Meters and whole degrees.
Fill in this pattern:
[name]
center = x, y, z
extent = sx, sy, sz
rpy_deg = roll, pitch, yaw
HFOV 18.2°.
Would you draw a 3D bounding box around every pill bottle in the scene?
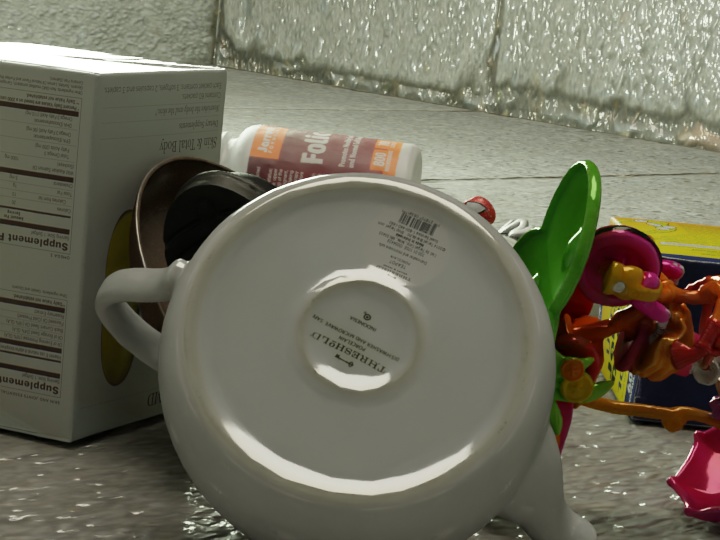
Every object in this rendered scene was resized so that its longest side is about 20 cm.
[pill bottle]
center = -0.052, -0.064, 1.928
extent = 0.198, 0.115, 0.114
rpy_deg = 7, 9, 6

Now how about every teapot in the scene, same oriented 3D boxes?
[teapot]
center = -0.006, 0.060, 1.067
extent = 0.196, 0.201, 0.146
rpy_deg = -17, -24, -11

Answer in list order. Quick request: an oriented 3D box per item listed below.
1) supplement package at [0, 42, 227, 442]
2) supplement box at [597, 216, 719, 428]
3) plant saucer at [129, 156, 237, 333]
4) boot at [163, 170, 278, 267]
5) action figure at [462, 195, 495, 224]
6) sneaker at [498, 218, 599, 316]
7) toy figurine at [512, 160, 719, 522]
[supplement package]
center = -0.181, -0.023, 1.289
extent = 0.150, 0.202, 0.152
rpy_deg = 9, 9, 24
[supplement box]
center = 0.227, 0.033, 1.520
extent = 0.109, 0.110, 0.200
rpy_deg = 6, 8, -2
[plant saucer]
center = -0.060, 0.029, 1.238
extent = 0.032, 0.201, 0.200
rpy_deg = -36, -10, 24
[boot]
center = -0.018, -0.001, 1.216
extent = 0.079, 0.212, 0.158
rpy_deg = -22, 29, 27
[action figure]
center = 0.000, 0.000, 1.493
extent = 0.199, 0.052, 0.065
rpy_deg = -23, 10, -9
[sneaker]
center = 0.141, 0.012, 1.765
extent = 0.081, 0.076, 0.200
rpy_deg = -14, 15, -26
[toy figurine]
center = 0.165, 0.054, 1.178
extent = 0.183, 0.201, 0.151
rpy_deg = 16, 32, -10
